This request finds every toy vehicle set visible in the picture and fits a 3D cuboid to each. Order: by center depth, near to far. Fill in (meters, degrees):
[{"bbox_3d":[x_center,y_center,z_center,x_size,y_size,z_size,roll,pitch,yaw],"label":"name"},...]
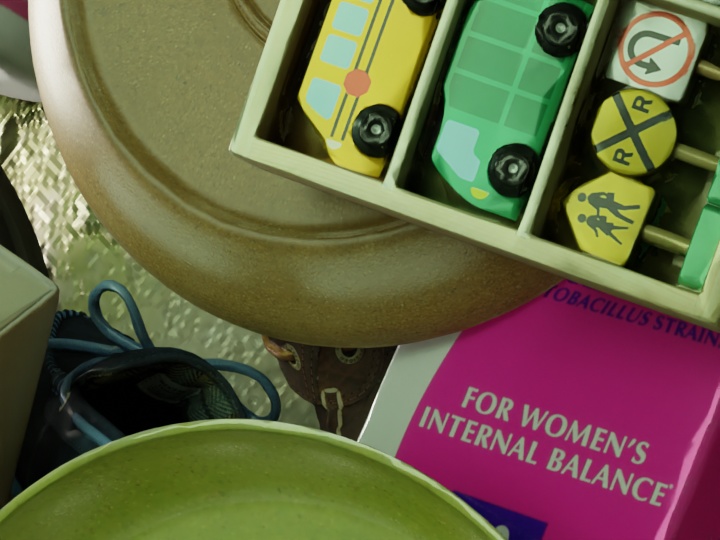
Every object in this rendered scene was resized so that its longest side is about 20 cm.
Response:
[{"bbox_3d":[0.060,-0.100,0.693,0.124,0.027,0.201,19,87,14],"label":"toy vehicle set"}]

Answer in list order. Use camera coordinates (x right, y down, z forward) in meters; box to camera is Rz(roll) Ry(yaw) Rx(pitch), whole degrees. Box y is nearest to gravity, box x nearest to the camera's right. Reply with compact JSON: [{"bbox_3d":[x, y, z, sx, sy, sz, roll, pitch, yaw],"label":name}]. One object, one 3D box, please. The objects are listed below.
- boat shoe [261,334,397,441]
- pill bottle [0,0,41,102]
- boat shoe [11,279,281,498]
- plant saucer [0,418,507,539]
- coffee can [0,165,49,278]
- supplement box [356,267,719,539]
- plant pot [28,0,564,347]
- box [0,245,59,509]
[{"bbox_3d":[0.000,0.000,0.810,0.071,0.072,0.201,11,108,4],"label":"boat shoe"},{"bbox_3d":[-0.109,-0.169,0.993,0.113,0.113,0.201,15,78,41],"label":"pill bottle"},{"bbox_3d":[-0.054,0.055,0.845,0.069,0.084,0.200,-62,28,15],"label":"boat shoe"},{"bbox_3d":[-0.025,0.136,0.701,0.199,0.031,0.202,-1,87,22],"label":"plant saucer"},{"bbox_3d":[-0.221,0.026,0.963,0.199,0.146,0.147,-33,52,21],"label":"coffee can"},{"bbox_3d":[0.085,0.015,0.761,0.101,0.103,0.201,15,77,39],"label":"supplement box"},{"bbox_3d":[-0.001,-0.082,0.746,0.199,0.027,0.202,-4,80,21],"label":"plant pot"},{"bbox_3d":[-0.159,0.073,0.838,0.095,0.078,0.201,33,130,17],"label":"box"}]
